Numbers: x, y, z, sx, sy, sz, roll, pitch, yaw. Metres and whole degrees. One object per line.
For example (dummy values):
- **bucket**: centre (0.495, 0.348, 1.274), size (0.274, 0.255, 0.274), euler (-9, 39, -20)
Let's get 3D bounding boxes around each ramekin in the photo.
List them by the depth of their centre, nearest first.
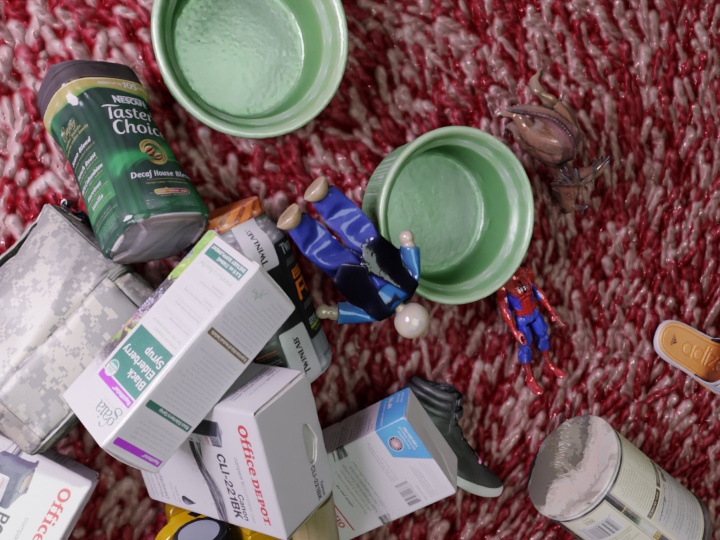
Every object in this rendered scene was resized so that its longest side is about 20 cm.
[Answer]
- **ramekin**: centre (-0.121, -0.238, 0.791), size (0.197, 0.098, 0.203), euler (-2, 97, -20)
- **ramekin**: centre (0.097, -0.066, 0.896), size (0.197, 0.098, 0.203), euler (-2, 96, -20)

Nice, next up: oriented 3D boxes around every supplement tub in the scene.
- **supplement tub**: centre (-0.117, 0.031, 0.816), size (0.121, 0.122, 0.202), euler (-25, 104, -16)

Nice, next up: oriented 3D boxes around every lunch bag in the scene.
- **lunch bag**: centre (-0.304, 0.052, 0.742), size (0.168, 0.139, 0.200), euler (43, 78, -6)

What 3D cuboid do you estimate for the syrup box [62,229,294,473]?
- **syrup box**: centre (-0.161, 0.073, 0.681), size (0.200, 0.078, 0.082), euler (-49, 142, -11)

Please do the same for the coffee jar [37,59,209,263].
- **coffee jar**: centre (-0.233, -0.111, 0.731), size (0.104, 0.085, 0.201), euler (-10, 64, -49)

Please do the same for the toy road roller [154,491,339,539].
- **toy road roller**: centre (-0.133, 0.294, 0.832), size (0.198, 0.145, 0.125), euler (-17, 109, -31)

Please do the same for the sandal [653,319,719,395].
- **sandal**: centre (0.514, 0.134, 1.090), size (0.205, 0.059, 0.080), euler (22, 88, -21)

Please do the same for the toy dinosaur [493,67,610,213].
- **toy dinosaur**: centre (0.240, -0.156, 0.914), size (0.086, 0.200, 0.136), euler (-37, 67, 12)

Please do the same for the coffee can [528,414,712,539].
- **coffee can**: centre (0.343, 0.307, 1.000), size (0.199, 0.146, 0.147), euler (38, 83, -19)

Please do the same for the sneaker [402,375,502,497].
- **sneaker**: centre (0.120, 0.206, 0.947), size (0.199, 0.071, 0.100), euler (33, 89, -16)

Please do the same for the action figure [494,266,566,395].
- **action figure**: centre (0.216, 0.065, 0.962), size (0.065, 0.052, 0.202), euler (-28, 114, -10)

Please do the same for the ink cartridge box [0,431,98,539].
- **ink cartridge box**: centre (-0.379, 0.225, 0.731), size (0.198, 0.084, 0.146), euler (29, 74, -9)

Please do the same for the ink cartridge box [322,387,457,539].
- **ink cartridge box**: centre (0.001, 0.236, 0.884), size (0.199, 0.067, 0.116), euler (-29, 107, 19)

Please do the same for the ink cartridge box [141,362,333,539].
- **ink cartridge box**: centre (-0.139, 0.171, 0.767), size (0.084, 0.198, 0.146), euler (-37, 122, -50)

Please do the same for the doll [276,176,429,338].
- **doll**: centre (0.000, 0.000, 0.804), size (0.136, 0.048, 0.200), euler (-45, 107, 1)
